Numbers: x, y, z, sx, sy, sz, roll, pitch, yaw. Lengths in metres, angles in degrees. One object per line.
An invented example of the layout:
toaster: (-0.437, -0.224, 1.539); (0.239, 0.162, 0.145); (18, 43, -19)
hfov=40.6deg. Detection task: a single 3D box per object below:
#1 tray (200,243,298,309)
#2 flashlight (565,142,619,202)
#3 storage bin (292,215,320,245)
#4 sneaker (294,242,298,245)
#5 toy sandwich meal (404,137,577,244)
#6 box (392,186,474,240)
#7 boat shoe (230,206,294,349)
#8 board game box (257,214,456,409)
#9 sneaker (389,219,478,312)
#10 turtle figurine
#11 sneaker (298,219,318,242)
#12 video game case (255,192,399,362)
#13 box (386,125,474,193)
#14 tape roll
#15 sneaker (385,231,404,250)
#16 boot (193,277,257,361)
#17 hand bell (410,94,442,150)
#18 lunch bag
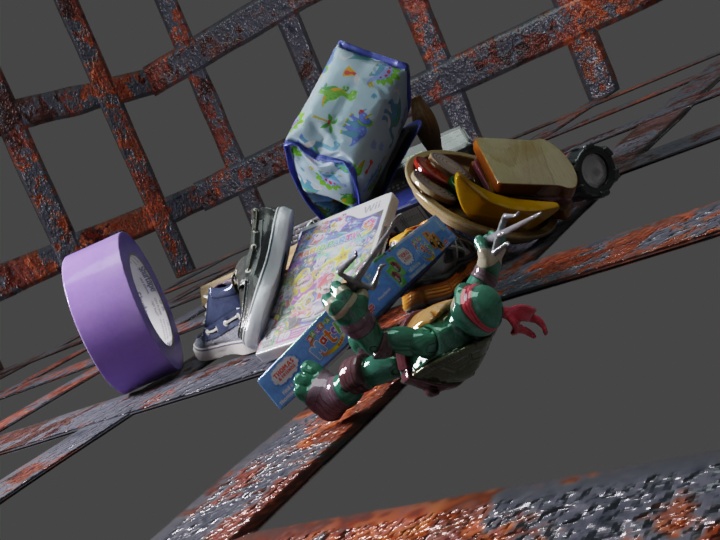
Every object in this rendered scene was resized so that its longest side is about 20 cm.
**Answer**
tray: (-0.106, 0.022, 1.314); (0.197, 0.038, 0.099); (-24, -37, 13)
flashlight: (0.238, -0.112, 1.224); (0.067, 0.069, 0.199); (-27, 8, -21)
storage bin: (-0.016, -0.067, 1.648); (0.197, 0.095, 0.135); (-21, 5, 29)
sneaker: (-0.094, -0.013, 1.556); (0.197, 0.068, 0.090); (-19, -14, 29)
toy sandwich meal: (0.148, -0.102, 1.090); (0.204, 0.203, 0.071); (-33, -32, -53)
box: (0.049, -0.047, 1.234); (0.197, 0.033, 0.121); (-22, -38, 17)
boat shoe: (-0.122, 0.006, 1.152); (0.055, 0.069, 0.202); (8, 51, 3)
board game box: (0.003, 0.031, 0.863); (0.151, 0.037, 0.200); (-46, -4, 22)
sneaker: (0.079, -0.019, 1.038); (0.077, 0.078, 0.200); (-23, 5, 17)
turtle figurine: (0.039, 0.036, 0.658); (0.148, 0.102, 0.200); (-7, -23, -37)
sneaker: (-0.068, -0.004, 1.391); (0.089, 0.079, 0.200); (-37, -15, -9)
video game case: (-0.035, 0.006, 1.099); (0.142, 0.018, 0.202); (-20, 37, 35)
box: (0.079, -0.105, 1.426); (0.197, 0.159, 0.051); (-25, 51, -3)
tape roll: (-0.318, 0.057, 1.316); (0.084, 0.203, 0.200); (-22, 7, 0)
sneaker: (0.000, 0.000, 1.187); (0.198, 0.072, 0.098); (-24, 9, 16)
boot: (-0.173, 0.059, 1.258); (0.072, 0.092, 0.199); (-28, 8, -35)
hand bell: (0.111, -0.141, 1.324); (0.103, 0.203, 0.104); (-22, 7, 3)
lunch bag: (-0.006, -0.159, 1.262); (0.172, 0.126, 0.201); (-62, -15, -21)
